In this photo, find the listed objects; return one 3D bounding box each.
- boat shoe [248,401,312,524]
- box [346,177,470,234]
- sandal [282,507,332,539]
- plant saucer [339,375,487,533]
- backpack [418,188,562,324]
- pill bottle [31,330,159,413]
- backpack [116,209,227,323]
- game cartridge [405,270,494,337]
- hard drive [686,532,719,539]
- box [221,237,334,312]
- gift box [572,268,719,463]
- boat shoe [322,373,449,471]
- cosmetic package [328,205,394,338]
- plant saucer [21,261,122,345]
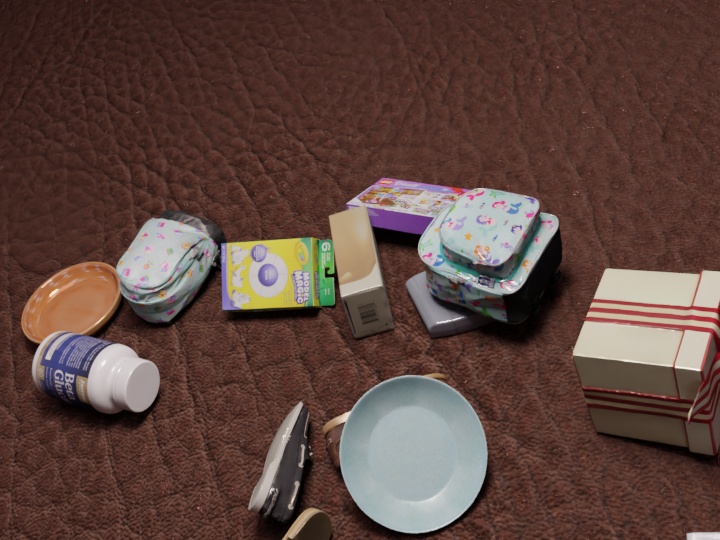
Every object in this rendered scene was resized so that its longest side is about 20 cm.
[{"bbox_3d":[-0.100,0.270,1.223,0.060,0.074,0.201,30,32,-7],"label":"boat shoe"},{"bbox_3d":[0.092,-0.112,1.518,0.197,0.040,0.137,11,31,29],"label":"box"},{"bbox_3d":[-0.125,0.393,1.119,0.069,0.078,0.212,1,38,49],"label":"sandal"},{"bbox_3d":[0.070,0.245,1.158,0.196,0.039,0.206,0,78,1],"label":"plant saucer"},{"bbox_3d":[0.187,-0.030,1.313,0.197,0.152,0.178,14,54,37],"label":"backpack"},{"bbox_3d":[-0.428,0.170,1.408,0.196,0.112,0.112,9,50,28],"label":"pill bottle"},{"bbox_3d":[-0.349,-0.009,1.547,0.164,0.128,0.202,12,55,26],"label":"backpack"},{"bbox_3d":[0.183,0.028,1.380,0.197,0.042,0.134,-23,39,-4],"label":"game cartridge"},{"bbox_3d":[0.435,0.385,0.937,0.129,0.026,0.202,-5,45,16],"label":"hard drive"},{"bbox_3d":[-0.140,0.008,1.467,0.196,0.048,0.120,-4,86,15],"label":"box"},{"bbox_3d":[0.393,0.128,1.105,0.184,0.186,0.202,3,50,34],"label":"gift box"},{"bbox_3d":[0.044,0.218,1.220,0.197,0.071,0.071,-28,47,1],"label":"boat shoe"},{"bbox_3d":[0.000,0.000,1.426,0.070,0.106,0.202,-14,42,3],"label":"cosmetic package"},{"bbox_3d":[-0.530,0.068,1.602,0.196,0.038,0.203,-10,44,9],"label":"plant saucer"}]
